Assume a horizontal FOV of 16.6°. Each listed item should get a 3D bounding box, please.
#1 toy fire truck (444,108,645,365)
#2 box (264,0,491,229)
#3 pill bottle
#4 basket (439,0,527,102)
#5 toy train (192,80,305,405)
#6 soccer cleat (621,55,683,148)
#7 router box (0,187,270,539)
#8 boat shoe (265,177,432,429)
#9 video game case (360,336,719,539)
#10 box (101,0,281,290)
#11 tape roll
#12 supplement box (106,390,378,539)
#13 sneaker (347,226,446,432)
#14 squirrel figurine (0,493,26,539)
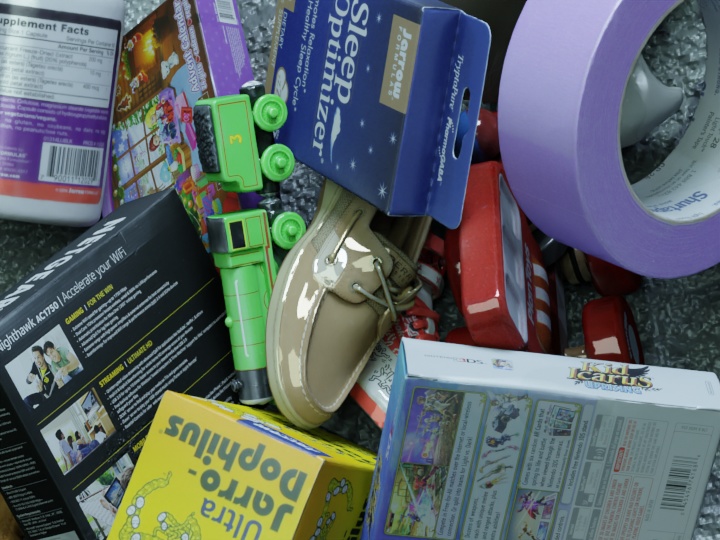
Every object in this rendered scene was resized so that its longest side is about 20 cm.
[{"bbox_3d":[0.094,-0.008,1.456,0.111,0.168,0.201,-11,51,15],"label":"toy fire truck"},{"bbox_3d":[0.004,-0.108,1.432,0.200,0.032,0.122,31,116,54],"label":"box"},{"bbox_3d":[-0.210,-0.134,1.591,0.111,0.111,0.201,8,93,20],"label":"pill bottle"},{"bbox_3d":[0.086,-0.210,1.442,0.201,0.135,0.181,-66,31,31],"label":"basket"},{"bbox_3d":[-0.062,-0.012,1.480,0.056,0.042,0.201,-11,96,-27],"label":"toy train"},{"bbox_3d":[0.125,-0.152,1.562,0.077,0.069,0.200,-21,57,-21],"label":"soccer cleat"},{"bbox_3d":[-0.146,0.061,1.458,0.051,0.200,0.150,-15,107,39],"label":"router box"},{"bbox_3d":[0.000,0.000,1.462,0.064,0.071,0.201,-4,57,37],"label":"boat shoe"},{"bbox_3d":[0.094,0.140,1.392,0.180,0.046,0.201,6,119,-9],"label":"video game case"},{"bbox_3d":[-0.115,-0.065,1.590,0.137,0.039,0.201,-33,62,42],"label":"box"},{"bbox_3d":[0.171,-0.100,1.387,0.065,0.200,0.201,25,83,45],"label":"tape roll"},{"bbox_3d":[-0.048,0.146,1.447,0.108,0.200,0.110,21,91,22],"label":"supplement box"},{"bbox_3d":[0.026,0.031,1.521,0.108,0.067,0.201,-44,52,2],"label":"sneaker"},{"bbox_3d":[-0.201,0.221,1.489,0.141,0.187,0.201,16,80,21],"label":"squirrel figurine"}]
